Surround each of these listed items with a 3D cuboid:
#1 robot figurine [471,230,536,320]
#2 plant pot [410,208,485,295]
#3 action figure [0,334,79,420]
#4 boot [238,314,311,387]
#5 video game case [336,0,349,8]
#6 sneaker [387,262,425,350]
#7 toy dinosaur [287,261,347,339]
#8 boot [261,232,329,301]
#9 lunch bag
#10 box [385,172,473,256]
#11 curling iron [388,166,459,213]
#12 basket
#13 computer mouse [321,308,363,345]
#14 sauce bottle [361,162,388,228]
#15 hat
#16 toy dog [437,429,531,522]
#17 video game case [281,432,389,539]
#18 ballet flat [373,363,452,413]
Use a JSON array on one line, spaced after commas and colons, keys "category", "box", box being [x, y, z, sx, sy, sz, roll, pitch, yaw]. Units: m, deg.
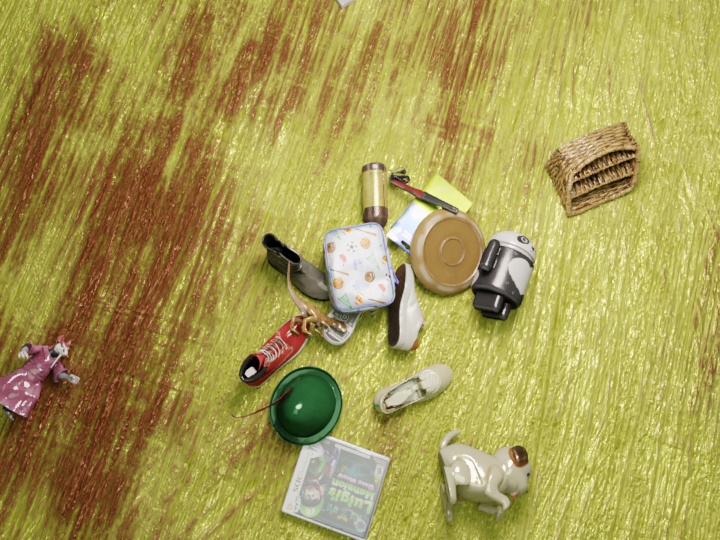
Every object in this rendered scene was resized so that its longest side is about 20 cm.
[{"category": "robot figurine", "box": [0.327, 0.010, 1.506, 0.122, 0.151, 0.203, 22, 74, 7]}, {"category": "plant pot", "box": [0.210, -0.043, 1.535, 0.195, 0.027, 0.206, -1, 93, -19]}, {"category": "action figure", "box": [-0.713, 0.229, 1.454, 0.135, 0.148, 0.201, 51, 59, -21]}, {"category": "boot", "box": [-0.184, 0.171, 1.448, 0.072, 0.145, 0.200, 41, 78, 8]}, {"category": "video game case", "box": [-0.045, -0.801, 1.728, 0.142, 0.018, 0.202, -32, 81, -9]}, {"category": "sneaker", "box": [0.110, 0.088, 1.529, 0.083, 0.072, 0.205, 17, 69, -30]}, {"category": "toy dinosaur", "box": [-0.119, 0.090, 1.454, 0.199, 0.060, 0.107, 41, 56, -18]}, {"category": "boot", "box": [-0.139, -0.003, 1.494, 0.198, 0.131, 0.068, 32, 78, 4]}, {"category": "lunch bag", "box": [0.000, 0.000, 1.481, 0.156, 0.076, 0.205, -9, 81, -9]}, {"category": "box", "box": [0.163, -0.118, 1.574, 0.121, 0.048, 0.201, 39, 79, 7]}, {"category": "curling iron", "box": [0.147, -0.187, 1.551, 0.198, 0.026, 0.050, 34, 80, 26]}, {"category": "basket", "box": [0.566, -0.244, 1.570, 0.196, 0.143, 0.152, -20, 78, -6]}, {"category": "computer mouse", "box": [-0.025, 0.081, 1.527, 0.109, 0.044, 0.202, 35, 74, -2]}, {"category": "sauce bottle", "box": [0.034, -0.152, 1.567, 0.063, 0.065, 0.205, 0, 77, -2]}, {"category": "hat", "box": [-0.134, 0.281, 1.397, 0.164, 0.177, 0.202, 32, 74, 14]}, {"category": "toy dog", "box": [0.272, 0.442, 1.429, 0.195, 0.142, 0.196, -5, 41, -2]}, {"category": "video game case", "box": [-0.053, 0.470, 1.451, 0.196, 0.023, 0.186, 19, 78, 2]}, {"category": "ballet flat", "box": [0.123, 0.267, 1.481, 0.197, 0.070, 0.071, -25, 80, -8]}]
